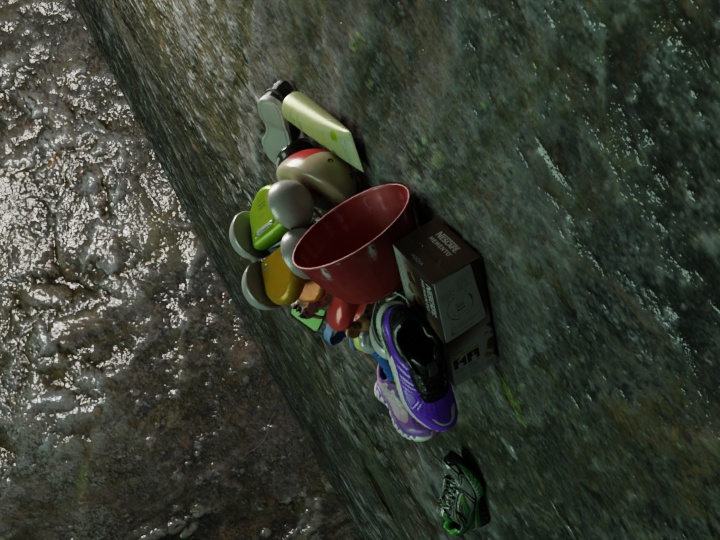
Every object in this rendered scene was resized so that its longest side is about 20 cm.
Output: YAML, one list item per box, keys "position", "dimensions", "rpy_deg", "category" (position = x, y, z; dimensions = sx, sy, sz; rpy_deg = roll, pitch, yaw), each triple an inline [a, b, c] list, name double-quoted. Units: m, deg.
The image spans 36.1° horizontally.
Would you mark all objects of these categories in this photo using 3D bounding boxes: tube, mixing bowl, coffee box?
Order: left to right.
- position: [-0.058, -0.226, 1.756]
  dimensions: [0.200, 0.057, 0.053]
  rpy_deg: [41, 110, 44]
  category: "tube"
- position: [0.009, -0.023, 1.612]
  dimensions: [0.109, 0.199, 0.200]
  rpy_deg: [58, 168, -22]
  category: "mixing bowl"
- position: [0.121, 0.045, 1.548]
  dimensions: [0.113, 0.079, 0.202]
  rpy_deg: [48, 160, 46]
  category: "coffee box"

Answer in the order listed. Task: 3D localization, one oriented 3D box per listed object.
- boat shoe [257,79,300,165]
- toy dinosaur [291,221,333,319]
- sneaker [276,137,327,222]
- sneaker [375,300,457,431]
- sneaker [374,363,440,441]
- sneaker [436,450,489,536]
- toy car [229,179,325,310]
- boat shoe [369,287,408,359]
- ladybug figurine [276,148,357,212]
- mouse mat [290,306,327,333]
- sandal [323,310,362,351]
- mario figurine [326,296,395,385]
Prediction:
- position: [-0.137, -0.254, 1.953]
  dimensions: [0.073, 0.061, 0.201]
  rpy_deg: [24, 152, 21]
  category: "boat shoe"
- position: [-0.051, -0.007, 1.898]
  dimensions: [0.135, 0.200, 0.086]
  rpy_deg: [41, 176, 26]
  category: "toy dinosaur"
- position: [-0.083, -0.148, 1.952]
  dimensions: [0.116, 0.075, 0.200]
  rpy_deg: [52, 173, 18]
  category: "sneaker"
- position: [0.087, 0.140, 1.541]
  dimensions: [0.203, 0.069, 0.099]
  rpy_deg: [63, 163, -10]
  category: "sneaker"
- position: [0.082, 0.229, 2.025]
  dimensions: [0.200, 0.079, 0.090]
  rpy_deg: [47, 152, 48]
  category: "sneaker"
- position: [0.176, 0.409, 1.991]
  dimensions: [0.078, 0.084, 0.202]
  rpy_deg: [44, 156, 50]
  category: "sneaker"
- position: [-0.108, -0.041, 1.786]
  dimensions: [0.174, 0.148, 0.203]
  rpy_deg: [-35, 64, 43]
  category: "toy car"
- position: [0.052, 0.043, 1.659]
  dimensions: [0.064, 0.069, 0.202]
  rpy_deg: [93, -178, -46]
  category: "boat shoe"
- position: [-0.067, -0.151, 1.814]
  dimensions: [0.135, 0.073, 0.199]
  rpy_deg: [34, 169, -22]
  category: "ladybug figurine"
- position: [-0.070, 0.004, 2.006]
  dimensions: [0.161, 0.007, 0.203]
  rpy_deg: [27, 98, 66]
  category: "mouse mat"
- position: [-0.030, 0.053, 1.963]
  dimensions: [0.080, 0.086, 0.203]
  rpy_deg: [49, -148, -58]
  category: "sandal"
- position: [0.032, 0.091, 1.741]
  dimensions: [0.200, 0.106, 0.123]
  rpy_deg: [48, 169, -36]
  category: "mario figurine"
